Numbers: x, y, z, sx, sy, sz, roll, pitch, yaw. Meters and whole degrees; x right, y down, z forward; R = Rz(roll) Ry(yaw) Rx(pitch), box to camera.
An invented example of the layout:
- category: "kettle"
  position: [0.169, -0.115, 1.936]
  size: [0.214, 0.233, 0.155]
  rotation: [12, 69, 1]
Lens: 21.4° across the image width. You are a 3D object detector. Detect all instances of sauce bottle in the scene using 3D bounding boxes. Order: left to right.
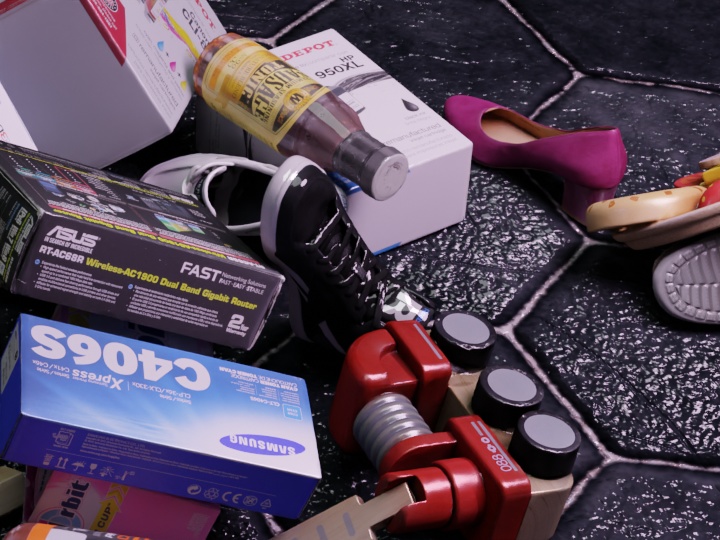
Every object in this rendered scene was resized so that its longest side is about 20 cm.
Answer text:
- category: "sauce bottle"
  position: [-0.045, -0.118, 1.475]
  size: [0.200, 0.066, 0.066]
  rotation: [32, 45, 32]

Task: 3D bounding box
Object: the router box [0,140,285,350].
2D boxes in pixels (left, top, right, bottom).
- category: "router box"
  position: [-0.174, -0.020, 1.320]
  size: [0.200, 0.062, 0.150]
  rotation: [16, 14, -37]

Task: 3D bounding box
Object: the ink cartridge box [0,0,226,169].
- category: "ink cartridge box"
  position: [-0.221, -0.183, 1.542]
  size: [0.144, 0.146, 0.200]
  rotation: [-24, 23, 21]

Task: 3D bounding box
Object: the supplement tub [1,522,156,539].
- category: "supplement tub"
  position: [-0.159, 0.210, 1.145]
  size: [0.199, 0.107, 0.107]
  rotation: [8, 38, 2]

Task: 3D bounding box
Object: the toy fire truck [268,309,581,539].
- category: "toy fire truck"
  position: [0.018, 0.130, 1.279]
  size: [0.199, 0.129, 0.176]
  rotation: [-5, 38, -30]

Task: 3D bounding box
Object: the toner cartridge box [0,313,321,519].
- category: "toner cartridge box"
  position: [-0.128, 0.094, 1.217]
  size: [0.199, 0.043, 0.095]
  rotation: [14, 37, -21]

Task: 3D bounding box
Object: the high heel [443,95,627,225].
- category: "high heel"
  position: [0.148, -0.124, 1.616]
  size: [0.067, 0.096, 0.200]
  rotation: [-29, 50, -36]

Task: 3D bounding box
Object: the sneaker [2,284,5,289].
- category: "sneaker"
  position: [-0.240, -0.014, 1.440]
  size: [0.199, 0.078, 0.085]
  rotation: [-4, 41, -13]

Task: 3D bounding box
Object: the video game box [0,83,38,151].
- category: "video game box"
  position: [-0.352, -0.152, 1.457]
  size: [0.200, 0.183, 0.047]
  rotation: [3, 39, 48]

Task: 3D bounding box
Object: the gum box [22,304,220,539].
- category: "gum box"
  position: [-0.161, 0.099, 1.290]
  size: [0.113, 0.066, 0.200]
  rotation: [17, 34, -19]

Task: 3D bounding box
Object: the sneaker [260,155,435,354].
- category: "sneaker"
  position: [0.000, 0.000, 1.358]
  size: [0.112, 0.200, 0.073]
  rotation: [24, 64, 23]

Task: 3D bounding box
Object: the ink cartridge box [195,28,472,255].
- category: "ink cartridge box"
  position: [-0.026, -0.103, 1.574]
  size: [0.144, 0.084, 0.200]
  rotation: [-22, 46, -29]

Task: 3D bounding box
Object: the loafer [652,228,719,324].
- category: "loafer"
  position: [0.312, -0.008, 1.528]
  size: [0.199, 0.075, 0.070]
  rotation: [-15, 11, -22]

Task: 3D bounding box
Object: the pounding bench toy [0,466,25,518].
- category: "pounding bench toy"
  position: [-0.299, 0.064, 1.270]
  size: [0.200, 0.156, 0.124]
  rotation: [31, 44, 27]

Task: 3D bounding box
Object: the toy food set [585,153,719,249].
- category: "toy food set"
  position: [0.287, -0.066, 1.525]
  size: [0.200, 0.049, 0.198]
  rotation: [-20, 2, 29]

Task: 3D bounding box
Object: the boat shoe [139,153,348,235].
- category: "boat shoe"
  position: [-0.105, -0.061, 1.474]
  size: [0.199, 0.074, 0.065]
  rotation: [2, -11, 34]
